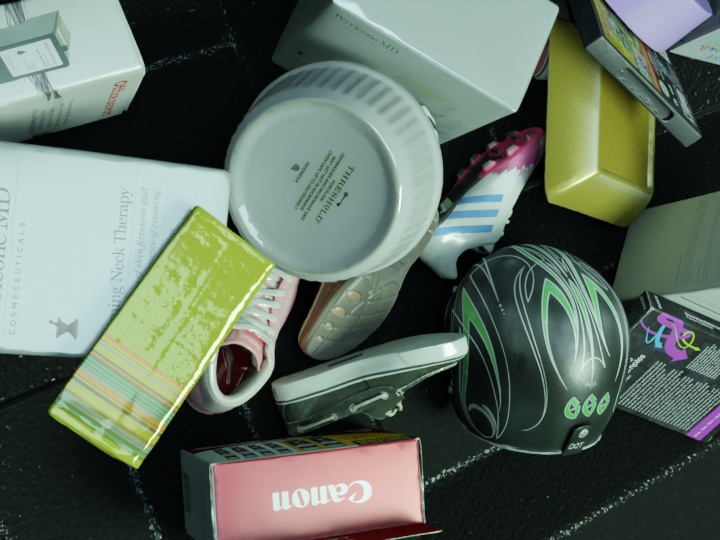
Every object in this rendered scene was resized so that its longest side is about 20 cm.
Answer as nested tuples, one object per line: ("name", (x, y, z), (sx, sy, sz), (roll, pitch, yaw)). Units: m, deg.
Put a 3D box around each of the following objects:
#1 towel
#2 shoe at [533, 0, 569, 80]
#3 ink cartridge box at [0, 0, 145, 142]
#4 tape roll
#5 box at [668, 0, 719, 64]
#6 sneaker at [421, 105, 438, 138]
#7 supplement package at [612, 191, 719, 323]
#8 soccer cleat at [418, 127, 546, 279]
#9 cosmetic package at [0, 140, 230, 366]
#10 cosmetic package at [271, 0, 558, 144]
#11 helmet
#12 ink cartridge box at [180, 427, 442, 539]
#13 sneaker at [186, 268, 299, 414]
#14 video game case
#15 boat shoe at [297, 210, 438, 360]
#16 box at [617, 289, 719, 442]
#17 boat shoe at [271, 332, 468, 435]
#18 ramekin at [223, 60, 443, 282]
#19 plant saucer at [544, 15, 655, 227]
("towel", (-0.155, 0.052, 0.773), (0.086, 0.018, 0.200), (39, 73, -21))
("shoe", (0.174, -0.311, 1.083), (0.091, 0.071, 0.201), (3, 79, -20))
("ink cartridge box", (-0.302, -0.165, 0.839), (0.199, 0.145, 0.084), (-21, 92, -22))
("tape roll", (0.290, -0.333, 1.043), (0.200, 0.066, 0.201), (36, 33, -29))
("box", (0.458, -0.366, 1.139), (0.096, 0.176, 0.201), (8, 83, -21))
("sneaker", (-0.017, -0.125, 0.960), (0.199, 0.074, 0.080), (5, 70, 12))
("supplement package", (0.389, -0.006, 1.069), (0.117, 0.200, 0.117), (22, 77, -18))
("soccer cleat", (0.136, -0.072, 1.052), (0.200, 0.070, 0.086), (-41, 110, -14))
("cosmetic package", (-0.232, -0.007, 0.842), (0.199, 0.166, 0.168), (5, 85, -20))
("cosmetic package", (0.046, -0.230, 0.952), (0.199, 0.200, 0.123), (27, 76, -17))
("helmet", (0.180, 0.071, 0.997), (0.199, 0.200, 0.192), (-4, 104, -22))
("ink cartridge box", (-0.048, 0.200, 0.893), (0.199, 0.175, 0.084), (-3, 87, -22))
("sneaker", (-0.100, 0.044, 0.925), (0.075, 0.105, 0.201), (28, 75, -15))
("video game case", (0.281, -0.247, 1.035), (0.180, 0.025, 0.200), (33, 37, -32))
("boat shoe", (0.000, 0.000, 0.988), (0.200, 0.072, 0.076), (-54, 136, -2))
("box", (0.354, 0.111, 1.087), (0.199, 0.143, 0.036), (22, 36, -20))
("boat shoe", (0.014, 0.112, 0.956), (0.199, 0.071, 0.064), (-17, 95, 10))
("ramekin", (-0.031, -0.083, 0.873), (0.201, 0.094, 0.203), (4, 107, 14))
("plant saucer", (0.274, -0.160, 1.071), (0.200, 0.048, 0.201), (10, 81, -50))
